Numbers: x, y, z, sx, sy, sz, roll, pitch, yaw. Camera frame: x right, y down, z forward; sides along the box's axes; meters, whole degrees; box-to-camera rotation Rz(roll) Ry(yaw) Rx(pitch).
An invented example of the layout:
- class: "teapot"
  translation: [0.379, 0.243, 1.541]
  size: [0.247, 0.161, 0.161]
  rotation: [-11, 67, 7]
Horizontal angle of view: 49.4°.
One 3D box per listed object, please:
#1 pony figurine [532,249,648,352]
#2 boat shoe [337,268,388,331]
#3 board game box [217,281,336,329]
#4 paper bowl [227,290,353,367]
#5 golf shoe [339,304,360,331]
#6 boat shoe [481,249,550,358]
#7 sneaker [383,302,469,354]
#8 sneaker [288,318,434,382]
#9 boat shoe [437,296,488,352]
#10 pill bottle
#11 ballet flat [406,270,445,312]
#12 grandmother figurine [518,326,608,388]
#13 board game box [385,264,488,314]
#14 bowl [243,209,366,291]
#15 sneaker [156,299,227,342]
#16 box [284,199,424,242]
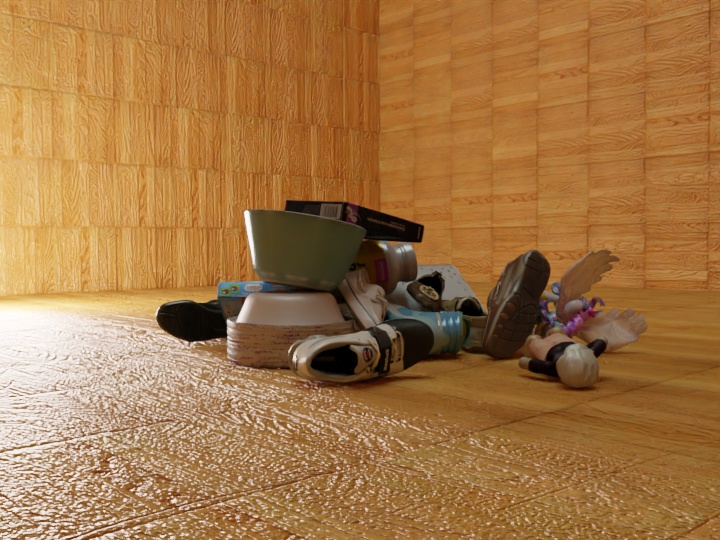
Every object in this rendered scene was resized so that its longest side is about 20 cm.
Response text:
- class: "pony figurine"
  translation: [0.348, 0.072, 1.294]
  size: [0.192, 0.168, 0.200]
  rotation: [-33, 8, -3]
- class: "boat shoe"
  translation: [0.011, 0.049, 1.266]
  size: [0.065, 0.074, 0.200]
  rotation: [-28, 34, -2]
- class: "board game box"
  translation: [-0.138, 0.075, 1.360]
  size: [0.196, 0.037, 0.152]
  rotation: [1, -36, 1]
- class: "paper bowl"
  translation: [-0.108, 0.086, 1.217]
  size: [0.197, 0.106, 0.201]
  rotation: [0, 1, 0]
- class: "golf shoe"
  translation: [-0.018, 0.089, 1.601]
  size: [0.196, 0.077, 0.092]
  rotation: [-2, 5, -7]
- class: "boat shoe"
  translation: [0.240, 0.057, 1.254]
  size: [0.076, 0.201, 0.071]
  rotation: [45, -31, -20]
- class: "sneaker"
  translation: [0.104, 0.096, 1.285]
  size: [0.128, 0.081, 0.200]
  rotation: [-3, 12, -16]
- class: "sneaker"
  translation: [0.011, 0.110, 1.007]
  size: [0.197, 0.075, 0.088]
  rotation: [-11, 5, -15]
- class: "boat shoe"
  translation: [0.185, 0.079, 1.356]
  size: [0.073, 0.068, 0.200]
  rotation: [-1, 15, -18]
- class: "pill bottle"
  translation: [0.000, 0.000, 1.417]
  size: [0.197, 0.106, 0.104]
  rotation: [-11, 5, -15]
- class: "ballet flat"
  translation: [0.124, 0.032, 1.393]
  size: [0.067, 0.047, 0.200]
  rotation: [41, 12, 5]
- class: "grandmother figurine"
  translation: [0.273, 0.116, 1.040]
  size: [0.120, 0.061, 0.200]
  rotation: [-28, 3, 5]
- class: "board game box"
  translation: [0.132, 0.060, 1.489]
  size: [0.197, 0.026, 0.201]
  rotation: [-1, 38, -25]
- class: "bowl"
  translation: [-0.094, -0.026, 1.240]
  size: [0.197, 0.107, 0.201]
  rotation: [8, -3, 0]
- class: "sneaker"
  translation: [-0.300, 0.094, 1.482]
  size: [0.197, 0.078, 0.114]
  rotation: [2, -2, -35]
- class: "box"
  translation: [-0.009, -0.080, 1.302]
  size: [0.142, 0.037, 0.198]
  rotation: [6, -3, 45]
